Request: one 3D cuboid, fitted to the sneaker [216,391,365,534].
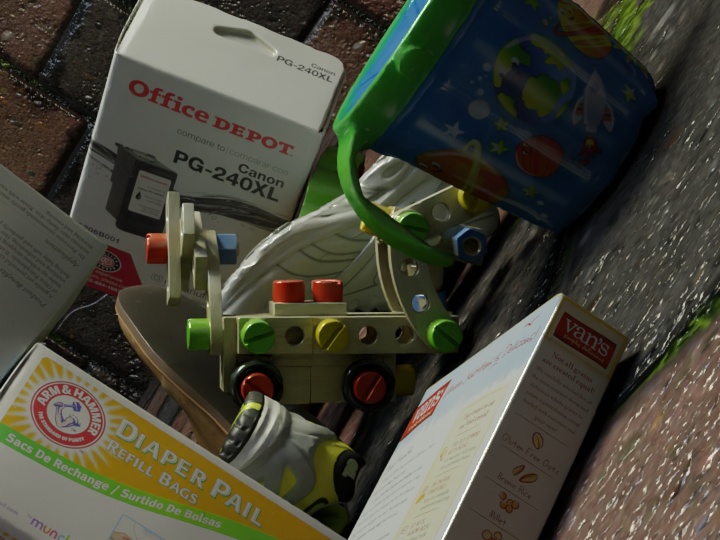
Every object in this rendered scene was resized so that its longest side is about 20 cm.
[{"bbox_3d":[-0.050,0.146,0.986,0.200,0.076,0.076,107,-173,-57],"label":"sneaker"}]

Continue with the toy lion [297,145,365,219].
[{"bbox_3d":[-0.038,0.023,1.192,0.200,0.068,0.192,-72,-3,-48],"label":"toy lion"}]

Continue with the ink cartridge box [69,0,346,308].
[{"bbox_3d":[-0.110,-0.067,1.203,0.083,0.145,0.200,-72,3,-50],"label":"ink cartridge box"}]

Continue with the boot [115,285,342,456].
[{"bbox_3d":[-0.092,0.088,1.098,0.074,0.200,0.076,-14,-41,-45],"label":"boot"}]

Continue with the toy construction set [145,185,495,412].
[{"bbox_3d":[-0.024,0.010,0.994,0.092,0.199,0.132,-38,-51,-84],"label":"toy construction set"}]

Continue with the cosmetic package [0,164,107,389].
[{"bbox_3d":[-0.230,0.038,0.900,0.200,0.108,0.085,-54,4,-36],"label":"cosmetic package"}]

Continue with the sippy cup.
[{"bbox_3d":[0.075,-0.092,0.916,0.178,0.130,0.140,-54,8,25],"label":"sippy cup"}]

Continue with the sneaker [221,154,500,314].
[{"bbox_3d":[0.000,0.000,1.081,0.200,0.099,0.078,-36,1,2],"label":"sneaker"}]

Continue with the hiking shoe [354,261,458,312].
[{"bbox_3d":[0.036,-0.021,1.203,0.101,0.076,0.200,105,-169,-47],"label":"hiking shoe"}]

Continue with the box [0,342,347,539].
[{"bbox_3d":[-0.120,0.148,0.895,0.113,0.200,0.101,-50,9,43],"label":"box"}]

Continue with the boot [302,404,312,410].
[{"bbox_3d":[-0.084,0.105,1.419,0.155,0.074,0.200,-62,5,-9],"label":"boot"}]

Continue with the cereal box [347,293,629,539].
[{"bbox_3d":[0.024,0.116,0.700,0.200,0.039,0.144,-60,7,-26],"label":"cereal box"}]
